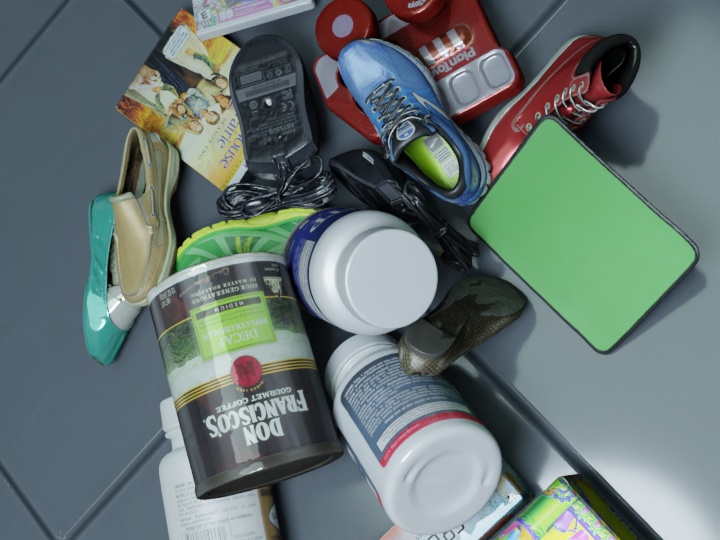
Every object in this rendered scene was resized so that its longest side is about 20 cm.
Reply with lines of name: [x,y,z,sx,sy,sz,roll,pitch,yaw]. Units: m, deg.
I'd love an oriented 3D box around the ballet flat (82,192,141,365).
ballet flat: [-0.276,0.006,1.255,0.070,0.067,0.202,-7,77,24]

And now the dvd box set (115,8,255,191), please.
dvd box set: [-0.175,-0.194,1.273,0.200,0.029,0.147,37,95,22]

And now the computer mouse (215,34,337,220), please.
computer mouse: [-0.093,-0.154,1.189,0.137,0.053,0.202,-9,78,16]

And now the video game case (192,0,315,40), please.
video game case: [-0.134,-0.377,1.280,0.142,0.018,0.202,-13,71,12]

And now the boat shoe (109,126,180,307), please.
boat shoe: [-0.247,-0.062,1.204,0.071,0.076,0.202,-13,65,23]

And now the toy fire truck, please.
toy fire truck: [0.053,-0.213,1.147,0.199,0.112,0.169,-28,71,15]

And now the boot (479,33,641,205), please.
boot: [0.188,-0.145,1.067,0.072,0.144,0.201,35,95,-11]

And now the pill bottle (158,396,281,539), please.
pill bottle: [-0.149,0.229,1.147,0.113,0.114,0.202,-16,76,17]

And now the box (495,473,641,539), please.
box: [0.194,0.325,1.001,0.193,0.122,0.200,-46,70,7]

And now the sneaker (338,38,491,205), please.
sneaker: [0.049,-0.148,1.070,0.079,0.089,0.200,-43,84,17]

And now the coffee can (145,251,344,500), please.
coffee can: [-0.113,0.103,1.062,0.145,0.146,0.202,-22,75,15]

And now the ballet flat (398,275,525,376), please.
ballet flat: [0.097,0.056,1.058,0.067,0.200,0.047,31,124,21]

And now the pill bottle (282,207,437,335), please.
pill bottle: [0.000,0.000,1.072,0.118,0.200,0.121,-1,95,-17]

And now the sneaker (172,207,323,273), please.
sneaker: [-0.118,-0.013,1.198,0.198,0.074,0.084,-14,72,17]

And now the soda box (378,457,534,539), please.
soda box: [0.076,0.264,1.086,0.200,0.064,0.068,-45,70,9]

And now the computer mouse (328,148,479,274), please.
computer mouse: [0.052,-0.068,1.136,0.046,0.140,0.200,-48,30,-6]

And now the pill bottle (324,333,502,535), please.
pill bottle: [0.040,0.145,1.053,0.120,0.119,0.200,-48,35,7]

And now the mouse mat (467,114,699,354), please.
mouse mat: [0.209,-0.032,1.060,0.200,0.008,0.161,44,130,11]
